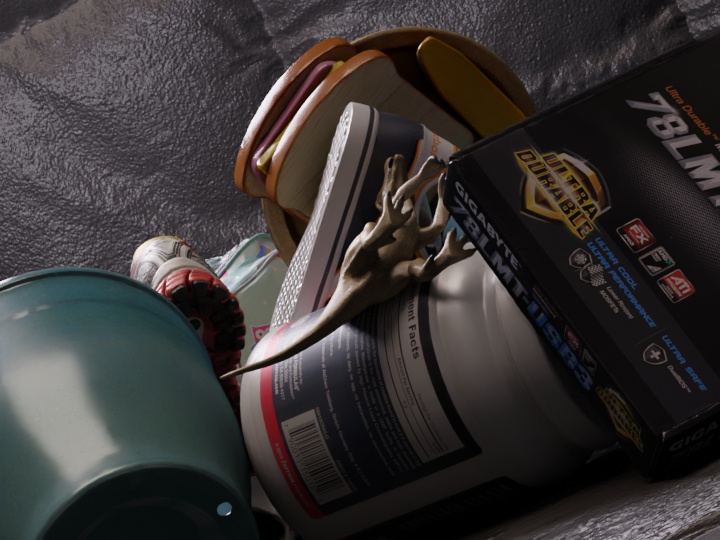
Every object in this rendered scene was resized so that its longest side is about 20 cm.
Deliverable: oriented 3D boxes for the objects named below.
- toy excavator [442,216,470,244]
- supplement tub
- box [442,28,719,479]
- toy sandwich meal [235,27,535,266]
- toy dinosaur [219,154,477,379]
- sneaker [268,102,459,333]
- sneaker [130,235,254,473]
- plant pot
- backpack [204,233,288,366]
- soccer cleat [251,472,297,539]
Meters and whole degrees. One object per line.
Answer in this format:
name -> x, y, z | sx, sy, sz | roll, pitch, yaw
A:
toy excavator -> 0.073, 0.011, 1.731 | 0.200, 0.100, 0.195 | 10, 70, 47
supplement tub -> 0.046, 0.067, 1.596 | 0.200, 0.141, 0.140 | -24, 3, 30
box -> 0.177, -0.017, 1.502 | 0.198, 0.200, 0.050 | -26, -27, -18
toy sandwich meal -> 0.028, -0.059, 1.769 | 0.205, 0.206, 0.070 | -26, 24, -9
toy dinosaur -> 0.009, -0.001, 1.550 | 0.101, 0.058, 0.200 | -39, 11, 43
sneaker -> 0.000, 0.000, 1.700 | 0.079, 0.079, 0.200 | -92, 20, -57
sneaker -> -0.103, 0.063, 1.759 | 0.078, 0.200, 0.082 | -13, 41, -16
plant pot -> -0.145, 0.125, 1.590 | 0.200, 0.200, 0.188 | -26, 30, -11
backpack -> -0.090, 0.090, 1.987 | 0.200, 0.176, 0.153 | -40, 10, -28
soccer cleat -> -0.125, 0.184, 1.741 | 0.200, 0.069, 0.085 | -25, 11, 0
